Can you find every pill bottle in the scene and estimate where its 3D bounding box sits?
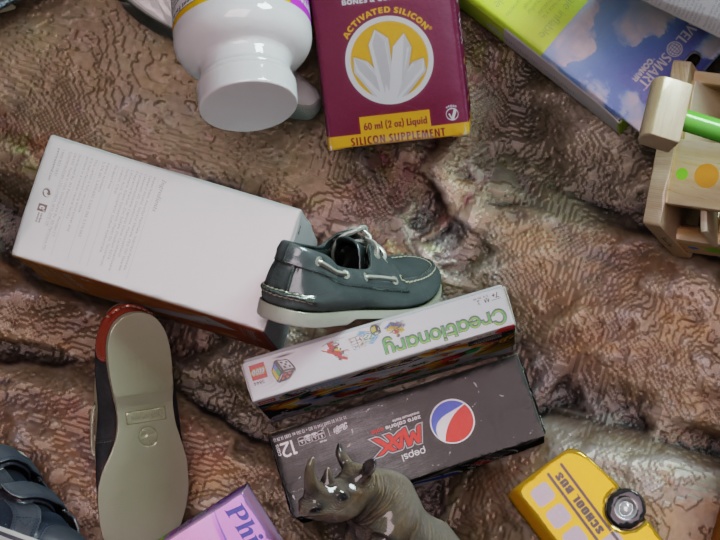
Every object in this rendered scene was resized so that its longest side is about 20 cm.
[{"bbox_3d":[-0.090,-0.208,1.662,0.104,0.104,0.200,-7,64,3],"label":"pill bottle"}]

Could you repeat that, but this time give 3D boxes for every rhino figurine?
[{"bbox_3d":[0.014,0.192,1.623,0.087,0.200,0.060,-49,37,-12],"label":"rhino figurine"}]

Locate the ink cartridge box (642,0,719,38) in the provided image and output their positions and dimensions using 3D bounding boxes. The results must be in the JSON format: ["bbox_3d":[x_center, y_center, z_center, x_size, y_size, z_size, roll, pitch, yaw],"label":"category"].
[{"bbox_3d":[0.264,-0.237,1.670,0.200,0.200,0.041,25,122,7],"label":"ink cartridge box"}]

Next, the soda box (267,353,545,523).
[{"bbox_3d":[0.036,0.128,1.678,0.199,0.063,0.071,-18,80,1],"label":"soda box"}]

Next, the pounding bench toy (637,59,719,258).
[{"bbox_3d":[0.295,-0.078,1.609,0.156,0.200,0.125,9,82,21],"label":"pounding bench toy"}]

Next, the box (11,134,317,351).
[{"bbox_3d":[-0.145,-0.018,1.686,0.199,0.124,0.098,17,82,7],"label":"box"}]

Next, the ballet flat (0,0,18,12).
[{"bbox_3d":[-0.269,-0.238,1.761,0.200,0.074,0.074,-22,79,4],"label":"ballet flat"}]

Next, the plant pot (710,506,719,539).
[{"bbox_3d":[0.343,0.165,1.598,0.200,0.200,0.184,27,99,8],"label":"plant pot"}]

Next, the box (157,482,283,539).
[{"bbox_3d":[-0.120,0.285,1.632,0.200,0.097,0.176,-32,89,-2],"label":"box"}]

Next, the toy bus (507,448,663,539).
[{"bbox_3d":[0.199,0.224,1.649,0.078,0.065,0.200,-37,80,-2],"label":"toy bus"}]

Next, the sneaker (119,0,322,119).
[{"bbox_3d":[-0.103,-0.194,1.742,0.200,0.070,0.080,38,82,10],"label":"sneaker"}]

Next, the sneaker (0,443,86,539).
[{"bbox_3d":[-0.269,0.169,1.661,0.200,0.078,0.080,18,79,30],"label":"sneaker"}]

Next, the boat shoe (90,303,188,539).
[{"bbox_3d":[-0.173,0.124,1.692,0.071,0.063,0.201,-5,99,-20],"label":"boat shoe"}]

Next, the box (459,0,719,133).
[{"bbox_3d":[0.181,-0.202,1.732,0.200,0.048,0.122,40,85,11],"label":"box"}]

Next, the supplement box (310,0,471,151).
[{"bbox_3d":[0.020,-0.199,1.691,0.110,0.086,0.201,-6,101,5],"label":"supplement box"}]

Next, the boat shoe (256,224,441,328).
[{"bbox_3d":[0.000,0.000,1.640,0.073,0.200,0.062,16,105,34],"label":"boat shoe"}]

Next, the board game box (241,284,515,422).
[{"bbox_3d":[0.017,0.063,1.659,0.199,0.126,0.035,-16,79,1],"label":"board game box"}]
